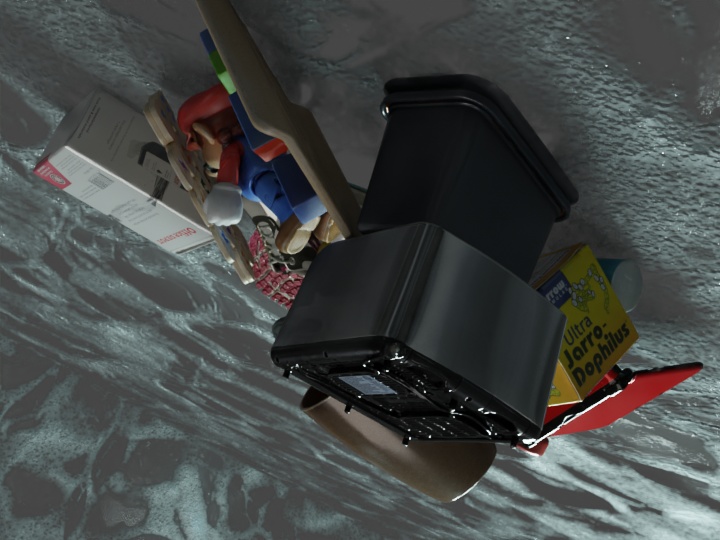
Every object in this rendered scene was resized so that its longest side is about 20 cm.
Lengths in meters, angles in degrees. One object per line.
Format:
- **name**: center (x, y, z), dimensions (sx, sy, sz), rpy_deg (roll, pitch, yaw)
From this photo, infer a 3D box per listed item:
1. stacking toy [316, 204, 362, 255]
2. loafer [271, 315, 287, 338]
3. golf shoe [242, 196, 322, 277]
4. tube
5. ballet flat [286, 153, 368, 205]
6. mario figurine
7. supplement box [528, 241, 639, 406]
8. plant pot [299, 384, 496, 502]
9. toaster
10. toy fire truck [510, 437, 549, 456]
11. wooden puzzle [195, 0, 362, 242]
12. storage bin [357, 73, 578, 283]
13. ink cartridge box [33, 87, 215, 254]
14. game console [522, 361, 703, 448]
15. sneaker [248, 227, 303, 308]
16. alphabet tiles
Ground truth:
- **stacking toy**: center (0.000, 0.000, 1.101), dimensions (0.144, 0.147, 0.201), rpy_deg (18, 147, 13)
- **loafer**: center (-0.044, 0.077, 1.553), dimensions (0.198, 0.063, 0.073), rpy_deg (-2, 118, 43)
- **golf shoe**: center (-0.082, -0.046, 1.206), dimensions (0.199, 0.089, 0.077), rpy_deg (36, 158, -30)
- **tube**: center (0.194, 0.009, 1.111), dimensions (0.077, 0.051, 0.199), rpy_deg (38, 160, -35)
- **ballet flat**: center (-0.045, -0.070, 1.138), dimensions (0.198, 0.063, 0.067), rpy_deg (25, 160, -6)
- **mario figurine**: center (-0.105, -0.090, 1.023), dimensions (0.200, 0.106, 0.123), rpy_deg (46, -177, 23)
- **supplement box**: center (0.151, 0.065, 1.062), dimensions (0.199, 0.109, 0.110), rpy_deg (-20, 105, 55)
- **plant pot**: center (0.063, 0.168, 1.269), dimensions (0.200, 0.187, 0.187), rpy_deg (47, 156, -7)
- **toaster**: center (0.052, 0.060, 0.877), dimensions (0.180, 0.120, 0.199), rpy_deg (31, 157, -27)
- **toy fire truck**: center (0.182, 0.146, 1.411), dimensions (0.198, 0.113, 0.168), rpy_deg (24, -172, -25)
- **wooden puzzle**: center (-0.071, -0.120, 0.896), dimensions (0.186, 0.046, 0.200), rpy_deg (63, -172, 34)
- **storage bin**: center (0.078, -0.054, 0.935), dimensions (0.144, 0.136, 0.200), rpy_deg (5, 154, 39)
- **ink cartridge box**: center (-0.254, -0.108, 1.236), dimensions (0.199, 0.086, 0.145), rpy_deg (33, 158, -23)
- **game console**: center (0.242, 0.110, 1.198), dimensions (0.173, 0.118, 0.200), rpy_deg (47, 144, 5)
- **sneaker**: center (-0.073, 0.013, 1.381), dimensions (0.080, 0.075, 0.201), rpy_deg (-16, 128, 31)
- **alphabet tiles**: center (-0.159, -0.083, 1.079), dimensions (0.201, 0.014, 0.196), rpy_deg (62, -177, -19)
